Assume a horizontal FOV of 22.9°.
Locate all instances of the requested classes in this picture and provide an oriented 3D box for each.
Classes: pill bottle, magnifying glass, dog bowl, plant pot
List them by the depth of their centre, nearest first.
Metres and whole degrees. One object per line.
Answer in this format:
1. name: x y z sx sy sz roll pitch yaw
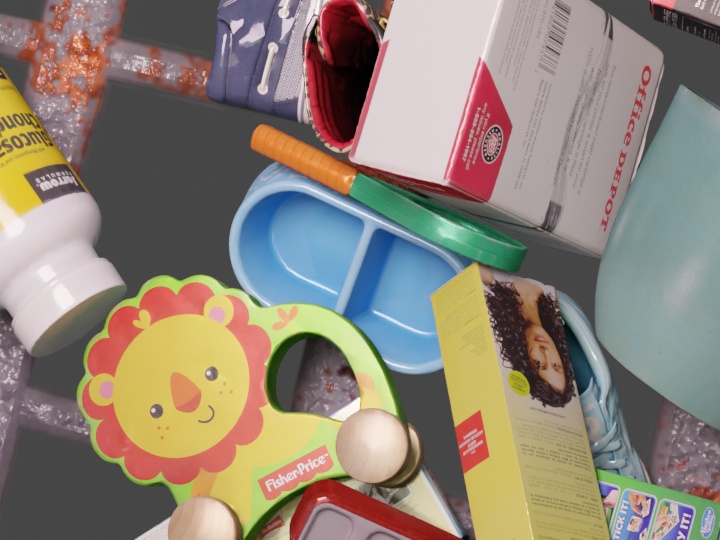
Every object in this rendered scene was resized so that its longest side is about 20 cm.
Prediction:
1. plant pot: 0.238 0.007 1.100 0.200 0.200 0.162 35 102 11
2. magnifying glass: 0.016 -0.047 1.134 0.198 0.079 0.023 25 98 22
3. dog bowl: 0.000 0.000 1.188 0.198 0.050 0.112 25 110 12
4. pill bottle: -0.248 -0.045 1.221 0.112 0.112 0.201 -37 80 4

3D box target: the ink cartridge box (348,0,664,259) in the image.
1. ink cartridge box: 0.098 -0.104 1.123 0.083 0.199 0.147 14 86 38

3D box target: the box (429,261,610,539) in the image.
1. box: 0.097 0.098 1.071 0.050 0.075 0.202 -36 52 39

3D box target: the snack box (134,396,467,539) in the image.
1. snack box: -0.041 0.180 1.200 0.199 0.037 0.117 -32 80 5

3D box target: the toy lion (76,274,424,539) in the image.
1. toy lion: -0.081 0.085 1.167 0.198 0.069 0.193 -27 76 8

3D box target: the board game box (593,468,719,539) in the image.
1. board game box: 0.147 0.223 1.040 0.134 0.029 0.202 9 81 53

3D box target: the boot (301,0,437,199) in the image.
1. boot: 0.027 -0.155 1.164 0.072 0.150 0.203 4 88 30

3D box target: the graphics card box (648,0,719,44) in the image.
1. graphics card box: 0.305 -0.194 1.177 0.198 0.051 0.127 22 87 12

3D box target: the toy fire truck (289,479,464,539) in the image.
1. toy fire truck: 0.027 0.237 1.111 0.198 0.112 0.169 24 108 -7

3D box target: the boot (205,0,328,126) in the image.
1. boot: -0.048 -0.206 1.224 0.089 0.073 0.202 11 86 5

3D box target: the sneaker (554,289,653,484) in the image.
1. sneaker: 0.140 0.108 1.155 0.073 0.082 0.202 -23 80 8
